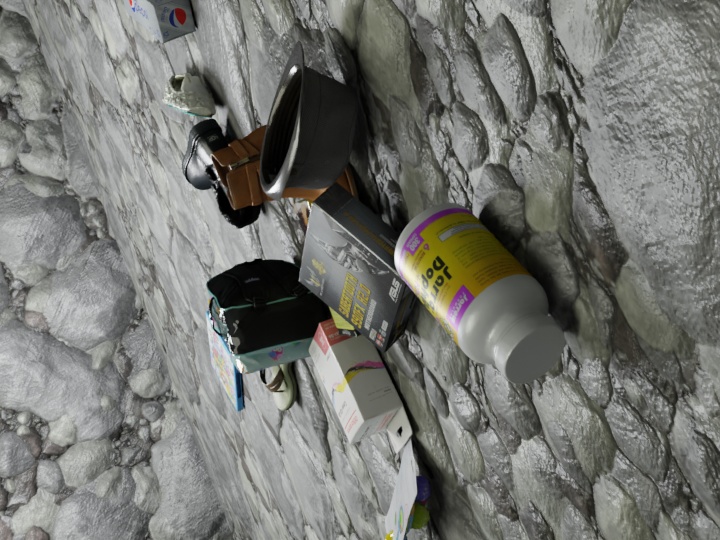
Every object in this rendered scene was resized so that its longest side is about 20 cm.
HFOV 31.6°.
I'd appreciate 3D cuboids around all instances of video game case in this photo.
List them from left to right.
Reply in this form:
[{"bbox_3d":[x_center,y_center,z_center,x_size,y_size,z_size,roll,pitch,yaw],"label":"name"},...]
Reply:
[{"bbox_3d":[-0.296,0.198,2.783,0.144,0.018,0.201,56,158,33],"label":"video game case"}]

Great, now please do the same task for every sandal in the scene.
[{"bbox_3d":[-0.158,0.178,2.319,0.080,0.057,0.202,52,155,39],"label":"sandal"}]

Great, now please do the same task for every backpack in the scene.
[{"bbox_3d":[-0.152,0.064,2.005,0.200,0.174,0.155,-136,34,-58],"label":"backpack"}]

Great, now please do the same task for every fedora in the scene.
[{"bbox_3d":[-0.058,-0.173,1.568,0.178,0.089,0.201,-99,25,-47],"label":"fedora"}]

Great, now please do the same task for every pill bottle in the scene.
[{"bbox_3d":[0.124,0.025,1.309,0.200,0.103,0.105,50,154,42],"label":"pill bottle"}]

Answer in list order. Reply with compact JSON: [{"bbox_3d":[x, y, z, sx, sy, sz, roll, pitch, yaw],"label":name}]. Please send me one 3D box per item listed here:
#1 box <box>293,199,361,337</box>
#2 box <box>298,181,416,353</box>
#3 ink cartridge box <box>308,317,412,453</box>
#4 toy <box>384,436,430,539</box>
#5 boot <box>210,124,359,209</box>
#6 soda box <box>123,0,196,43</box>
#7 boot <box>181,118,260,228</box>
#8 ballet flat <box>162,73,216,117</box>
[{"bbox_3d":[-0.031,-0.009,1.781,0.202,0.050,0.075,70,161,-6],"label":"box"},{"bbox_3d":[0.000,0.000,1.628,0.158,0.048,0.201,40,153,13],"label":"box"},{"bbox_3d":[-0.001,0.174,1.865,0.201,0.067,0.117,64,160,18],"label":"ink cartridge box"},{"bbox_3d":[0.074,0.347,1.858,0.116,0.047,0.201,-96,17,-50],"label":"toy"},{"bbox_3d":[-0.097,-0.111,1.686,0.201,0.153,0.074,55,157,33],"label":"boot"},{"bbox_3d":[-0.343,-0.448,2.135,0.200,0.063,0.069,42,150,53],"label":"soda box"},{"bbox_3d":[-0.234,-0.139,2.151,0.169,0.076,0.200,61,161,17],"label":"boot"},{"bbox_3d":[-0.296,-0.302,2.169,0.200,0.071,0.072,27,136,62],"label":"ballet flat"}]
